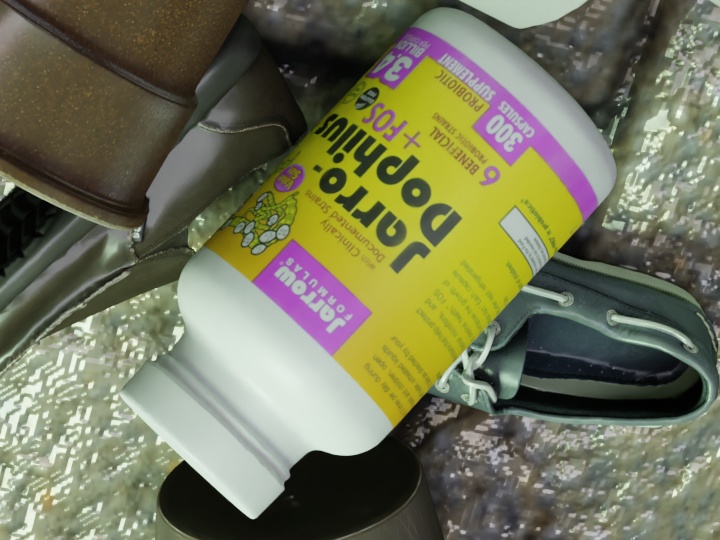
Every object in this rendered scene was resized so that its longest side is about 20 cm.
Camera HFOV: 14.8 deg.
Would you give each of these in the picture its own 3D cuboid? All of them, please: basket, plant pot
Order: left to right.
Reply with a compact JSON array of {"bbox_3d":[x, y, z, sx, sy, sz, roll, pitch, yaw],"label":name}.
[{"bbox_3d":[-0.102,-0.153,0.984,0.200,0.200,0.198,34,98,-23],"label":"plant pot"},{"bbox_3d":[-0.021,0.178,1.189,0.180,0.136,0.200,-11,114,-9],"label":"basket"}]

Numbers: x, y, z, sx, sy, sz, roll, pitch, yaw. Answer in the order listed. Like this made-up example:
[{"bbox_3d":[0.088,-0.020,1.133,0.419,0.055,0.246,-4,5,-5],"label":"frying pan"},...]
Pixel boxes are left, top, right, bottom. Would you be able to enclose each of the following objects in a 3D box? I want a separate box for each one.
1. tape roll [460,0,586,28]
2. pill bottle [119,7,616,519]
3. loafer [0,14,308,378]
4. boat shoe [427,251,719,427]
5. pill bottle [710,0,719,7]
[{"bbox_3d":[0.069,-0.191,0.981,0.071,0.203,0.203,23,110,-19],"label":"tape roll"},{"bbox_3d":[0.000,0.000,1.087,0.200,0.104,0.104,-47,116,-7],"label":"pill bottle"},{"bbox_3d":[-0.097,-0.012,1.109,0.200,0.073,0.071,-43,113,12],"label":"loafer"},{"bbox_3d":[0.058,0.025,1.162,0.200,0.062,0.073,10,116,-14],"label":"boat shoe"},{"bbox_3d":[0.197,-0.188,1.053,0.112,0.112,0.200,24,110,-20],"label":"pill bottle"}]
